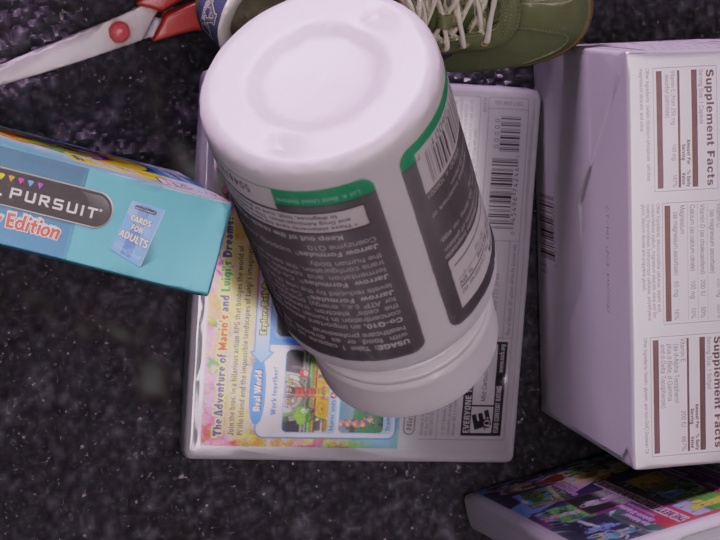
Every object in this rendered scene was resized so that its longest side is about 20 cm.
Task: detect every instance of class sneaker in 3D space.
[{"bbox_3d":[0.016,-0.120,1.066,0.198,0.090,0.068,3,112,0],"label":"sneaker"}]

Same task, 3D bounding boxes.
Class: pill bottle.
[{"bbox_3d":[0.002,-0.025,1.033,0.113,0.113,0.201,-30,140,-9],"label":"pill bottle"}]

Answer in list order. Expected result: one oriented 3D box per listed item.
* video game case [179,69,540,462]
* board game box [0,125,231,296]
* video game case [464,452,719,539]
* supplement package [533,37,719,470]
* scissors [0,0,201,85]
[{"bbox_3d":[0.000,0.000,1.149,0.181,0.024,0.202,2,98,-14],"label":"video game case"},{"bbox_3d":[-0.172,-0.043,1.031,0.199,0.151,0.047,15,94,-16],"label":"board game box"},{"bbox_3d":[0.164,0.113,1.114,0.181,0.200,0.023,-15,97,-12],"label":"video game case"},{"bbox_3d":[0.163,-0.016,1.119,0.110,0.156,0.202,-3,98,-12],"label":"supplement package"},{"bbox_3d":[-0.108,-0.120,1.109,0.200,0.014,0.073,-37,106,-9],"label":"scissors"}]
